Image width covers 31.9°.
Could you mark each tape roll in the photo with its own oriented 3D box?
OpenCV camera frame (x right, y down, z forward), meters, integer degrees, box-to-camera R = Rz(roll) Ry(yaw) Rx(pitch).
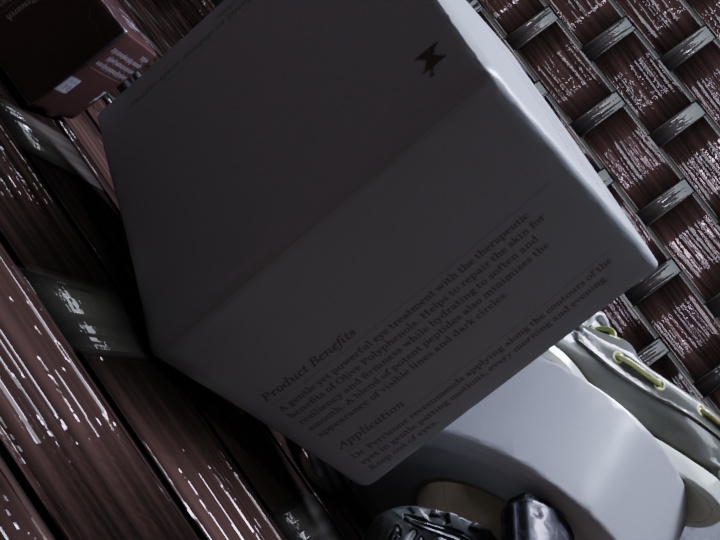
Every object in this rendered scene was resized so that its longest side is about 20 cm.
[{"bbox_3d":[0.094,0.137,0.767,0.202,0.071,0.203,25,-35,19],"label":"tape roll"}]

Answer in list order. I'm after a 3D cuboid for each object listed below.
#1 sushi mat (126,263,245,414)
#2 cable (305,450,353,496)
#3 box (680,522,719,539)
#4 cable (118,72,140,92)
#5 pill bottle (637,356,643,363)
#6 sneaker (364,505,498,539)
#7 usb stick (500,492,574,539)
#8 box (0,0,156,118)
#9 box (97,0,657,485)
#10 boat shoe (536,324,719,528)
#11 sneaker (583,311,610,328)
[{"bbox_3d":[-0.072,0.014,0.722,0.096,0.012,0.200,54,13,-6],"label":"sushi mat"},{"bbox_3d":[-0.040,0.083,0.809,0.200,0.050,0.097,-104,179,-52],"label":"cable"},{"bbox_3d":[0.211,0.272,0.838,0.152,0.200,0.106,55,2,0],"label":"box"},{"bbox_3d":[-0.141,-0.105,0.980,0.097,0.050,0.200,60,-2,-41],"label":"cable"},{"bbox_3d":[0.128,0.138,0.943,0.115,0.199,0.114,63,-5,9],"label":"pill bottle"},{"bbox_3d":[0.058,0.193,0.708,0.079,0.074,0.200,11,-27,47],"label":"sneaker"},{"bbox_3d":[0.089,0.198,0.607,0.055,0.033,0.200,45,31,-31],"label":"usb stick"},{"bbox_3d":[-0.208,-0.188,0.715,0.200,0.075,0.100,56,1,-2],"label":"box"},{"bbox_3d":[0.000,-0.043,0.651,0.171,0.199,0.200,39,19,-42],"label":"box"},{"bbox_3d":[0.143,0.072,0.760,0.202,0.060,0.072,38,-32,-1],"label":"boat shoe"},{"bbox_3d":[0.115,0.025,0.807,0.200,0.075,0.087,44,-43,-1],"label":"sneaker"}]
